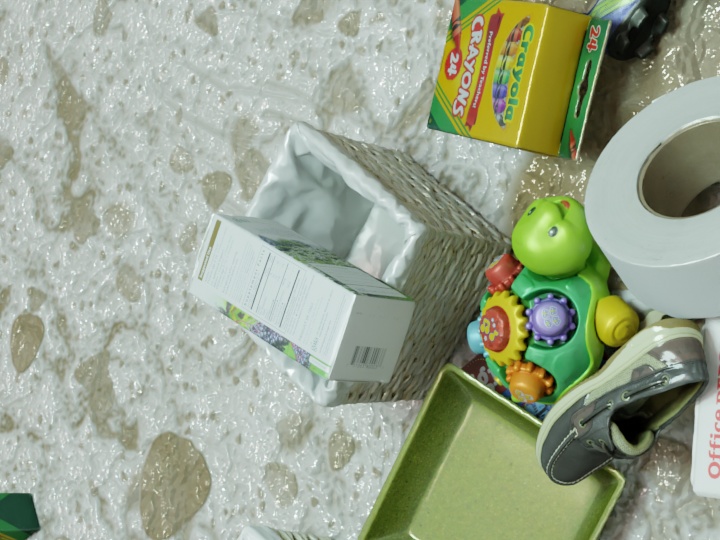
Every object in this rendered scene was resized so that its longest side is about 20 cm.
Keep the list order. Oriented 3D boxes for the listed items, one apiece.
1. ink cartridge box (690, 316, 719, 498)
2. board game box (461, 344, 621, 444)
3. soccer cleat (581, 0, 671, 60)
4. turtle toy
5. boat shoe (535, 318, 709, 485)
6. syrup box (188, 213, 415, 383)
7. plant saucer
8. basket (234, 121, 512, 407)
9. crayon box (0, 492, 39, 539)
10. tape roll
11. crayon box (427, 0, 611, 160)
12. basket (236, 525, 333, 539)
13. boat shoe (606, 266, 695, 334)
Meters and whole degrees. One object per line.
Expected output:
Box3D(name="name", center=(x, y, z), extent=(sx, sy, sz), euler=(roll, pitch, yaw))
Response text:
Box3D(name="ink cartridge box", center=(0.366, 0.112, 1.393), extent=(0.199, 0.084, 0.146), euler=(1, 85, 42))
Box3D(name="board game box", center=(0.154, 0.100, 1.630), extent=(0.200, 0.019, 0.103), euler=(-42, 58, 30))
Box3D(name="soccer cleat", center=(0.258, -0.277, 1.556), extent=(0.084, 0.064, 0.201), euler=(49, 117, 37))
Box3D(name="turtle toy", center=(0.156, 0.028, 1.527), extent=(0.146, 0.101, 0.201), euler=(47, 130, 47))
Box3D(name="boat shoe", center=(0.210, 0.120, 1.457), extent=(0.201, 0.071, 0.066), euler=(-52, 35, 37))
Box3D(name="syrup box", center=(-0.054, 0.022, 1.573), extent=(0.200, 0.078, 0.082), euler=(28, 104, 42))
Box3D(name="plant saucer", center=(0.121, 0.214, 1.604), extent=(0.199, 0.048, 0.201), euler=(32, 106, 25))
Box3D(name="basket", center=(0.000, 0.000, 1.687), extent=(0.198, 0.160, 0.201), euler=(42, 111, 37))
Box3D(name="crayon box", center=(-0.484, 0.301, 2.056), extent=(0.127, 0.199, 0.051), euler=(-36, 62, 33))
Box3D(name="tape roll", center=(0.283, -0.062, 1.439), extent=(0.202, 0.071, 0.203), euler=(-23, 41, 22))
Box3D(name="crayon box", center=(0.138, -0.175, 1.608), extent=(0.200, 0.051, 0.128), euler=(20, 99, 62))
Box3D(name="basket", center=(-0.040, 0.349, 1.702), extent=(0.200, 0.123, 0.136), euler=(41, 111, 37))
Box3D(name="boat shoe", center=(0.282, -0.001, 1.490), extent=(0.199, 0.075, 0.069), euler=(-26, 73, 38))
